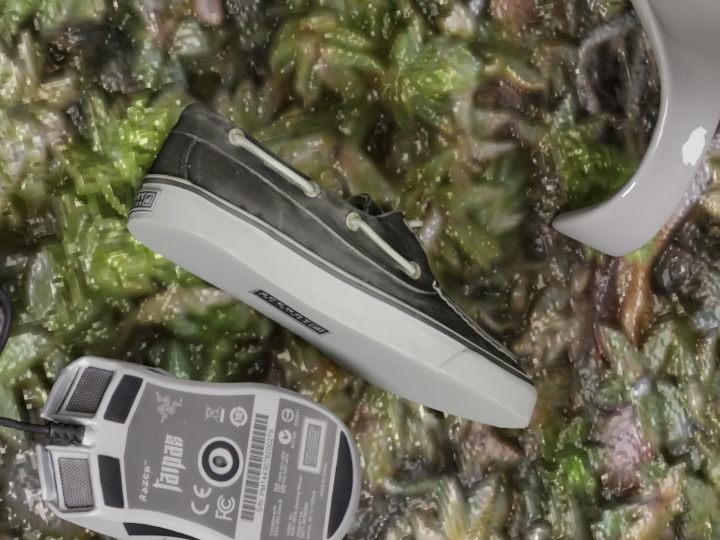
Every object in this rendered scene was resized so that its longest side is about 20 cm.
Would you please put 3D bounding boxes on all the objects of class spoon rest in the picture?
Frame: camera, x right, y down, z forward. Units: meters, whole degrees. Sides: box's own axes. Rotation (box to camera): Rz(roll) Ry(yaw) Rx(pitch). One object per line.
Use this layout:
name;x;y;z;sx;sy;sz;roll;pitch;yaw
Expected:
spoon rest;0.142;-0.106;1.228;0.099;0.061;0.201;22;76;-29

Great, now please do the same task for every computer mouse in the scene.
computer mouse;-0.094;0.074;1.080;0.200;0.044;0.110;16;74;-25

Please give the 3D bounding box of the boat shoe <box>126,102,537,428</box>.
boat shoe;0.000;0.000;1.126;0.200;0.071;0.064;32;72;-25
